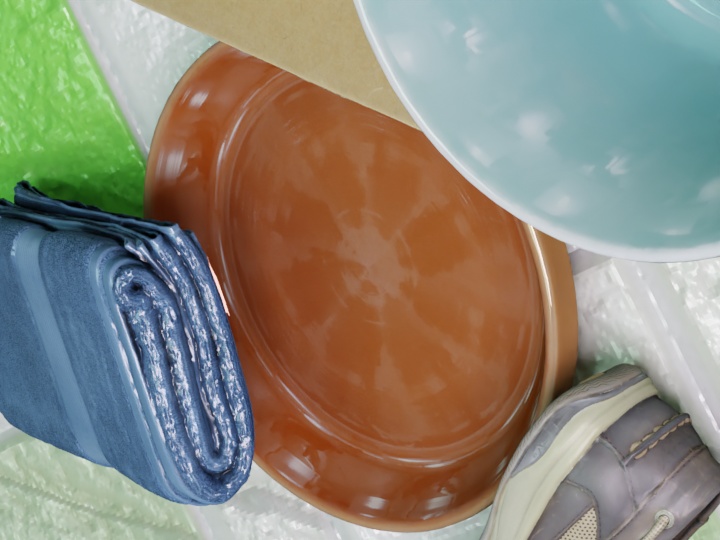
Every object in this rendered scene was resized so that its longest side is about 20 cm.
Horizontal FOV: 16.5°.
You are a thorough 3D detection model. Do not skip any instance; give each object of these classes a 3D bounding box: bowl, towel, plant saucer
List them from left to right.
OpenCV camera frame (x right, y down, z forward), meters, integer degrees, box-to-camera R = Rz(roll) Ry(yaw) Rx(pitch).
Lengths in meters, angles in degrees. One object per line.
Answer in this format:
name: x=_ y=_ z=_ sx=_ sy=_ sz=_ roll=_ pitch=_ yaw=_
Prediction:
towel: x=-0.102 y=0.027 z=0.989 sx=0.200 sy=0.048 sz=0.112 roll=11 pitch=121 yaw=60
plant saucer: x=0.000 y=0.000 z=0.934 sx=0.200 sy=0.032 sz=0.201 roll=19 pitch=120 yaw=35
bowl: x=0.099 y=-0.113 z=0.733 sx=0.200 sy=0.105 sz=0.201 roll=17 pitch=118 yaw=35

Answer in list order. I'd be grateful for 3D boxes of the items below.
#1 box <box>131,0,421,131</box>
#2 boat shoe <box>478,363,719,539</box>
box: x=-0.002 y=-0.163 z=0.847 sx=0.163 sy=0.021 sz=0.200 roll=26 pitch=114 yaw=32
boat shoe: x=0.072 y=0.127 z=0.895 sx=0.073 sy=0.074 sz=0.200 roll=39 pitch=131 yaw=23
